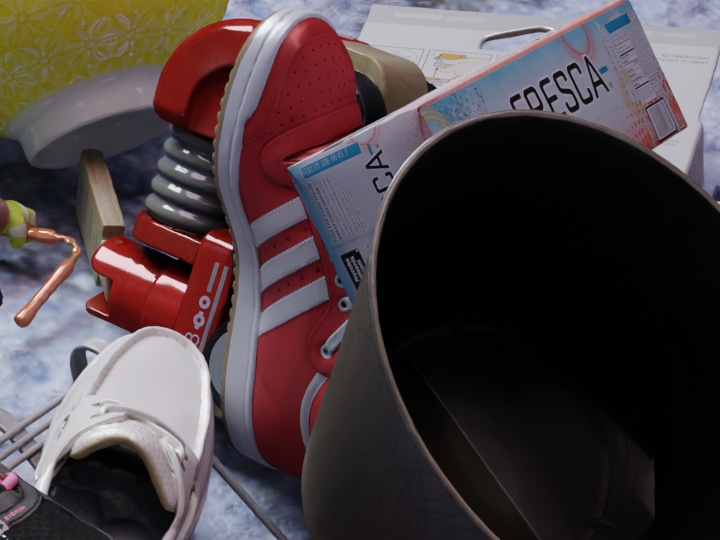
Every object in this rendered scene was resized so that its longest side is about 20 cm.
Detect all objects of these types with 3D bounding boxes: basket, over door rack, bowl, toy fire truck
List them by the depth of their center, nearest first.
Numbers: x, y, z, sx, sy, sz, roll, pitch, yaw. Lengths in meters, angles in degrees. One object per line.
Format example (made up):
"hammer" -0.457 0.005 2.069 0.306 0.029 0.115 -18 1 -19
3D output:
"basket" 0.053 0.056 0.963 0.136 0.200 0.181 -33 85 -21
"over door rack" -0.093 0.133 1.139 0.200 0.067 0.148 40 44 14
"toy fire truck" -0.072 -0.038 1.284 0.199 0.177 0.129 21 10 24
"bowl" -0.144 -0.115 1.380 0.199 0.200 0.108 -14 78 -29

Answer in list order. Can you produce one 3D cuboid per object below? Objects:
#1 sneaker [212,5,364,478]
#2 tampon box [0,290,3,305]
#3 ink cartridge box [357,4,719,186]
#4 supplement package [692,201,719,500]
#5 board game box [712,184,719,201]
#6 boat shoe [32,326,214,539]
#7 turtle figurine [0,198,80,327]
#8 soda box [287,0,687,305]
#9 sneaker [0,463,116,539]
"sneaker" 0.000 0.000 1.102 0.071 0.201 0.112 -21 32 -40
"tampon box" -0.280 0.001 1.146 0.199 0.127 0.150 8 44 26
"ink cartridge box" 0.078 -0.067 1.414 0.199 0.045 0.176 6 37 15
"supplement package" 0.163 0.095 1.062 0.110 0.201 0.156 3 23 -6
"board game box" 0.172 0.017 1.362 0.157 0.039 0.200 -15 43 -30
"boat shoe" -0.093 0.086 1.084 0.071 0.069 0.200 22 43 -6
"turtle figurine" -0.246 -0.024 1.298 0.199 0.065 0.161 -20 44 -30
"soda box" 0.055 -0.049 1.093 0.200 0.068 0.064 -30 95 -57
"sneaker" -0.163 0.075 0.987 0.199 0.096 0.079 15 24 33
